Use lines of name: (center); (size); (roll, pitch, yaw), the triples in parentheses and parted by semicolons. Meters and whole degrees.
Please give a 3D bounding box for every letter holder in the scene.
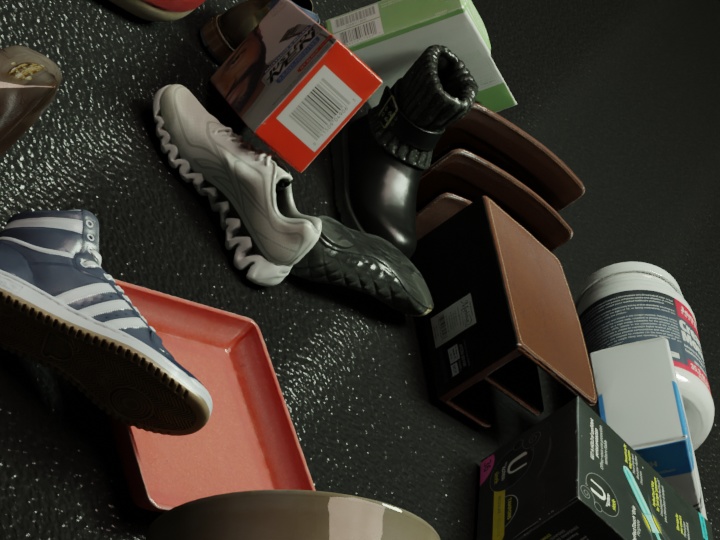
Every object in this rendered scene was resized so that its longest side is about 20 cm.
letter holder: (0.142, 0.054, 1.853); (0.142, 0.100, 0.200); (35, 32, -37)
letter holder: (0.140, -0.065, 1.960); (0.200, 0.142, 0.101); (33, 33, -37)

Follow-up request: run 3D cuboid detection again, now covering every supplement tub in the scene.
supplement tub: (0.298, 0.100, 2.026); (0.140, 0.140, 0.200); (39, 30, -28)

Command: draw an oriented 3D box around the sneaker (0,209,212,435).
sneaker: (-0.181, 0.030, 1.330); (0.200, 0.070, 0.109); (30, 41, -6)

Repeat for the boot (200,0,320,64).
boot: (-0.061, -0.232, 1.880); (0.200, 0.097, 0.075); (7, 51, -56)

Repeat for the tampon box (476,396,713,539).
tampon box: (0.216, 0.249, 1.721); (0.200, 0.126, 0.150); (43, 27, -20)

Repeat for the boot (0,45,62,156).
boot: (-0.287, -0.065, 1.179); (0.064, 0.200, 0.186); (53, 26, 0)

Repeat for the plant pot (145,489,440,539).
plant pot: (-0.045, 0.259, 1.233); (0.200, 0.200, 0.174); (28, 52, -42)

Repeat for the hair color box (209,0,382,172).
hair color box: (-0.063, -0.172, 1.709); (0.064, 0.111, 0.200); (41, 3, -23)

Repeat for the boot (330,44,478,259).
boot: (0.051, -0.112, 1.850); (0.079, 0.158, 0.211); (29, 36, -40)

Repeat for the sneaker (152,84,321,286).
sneaker: (-0.107, -0.087, 1.650); (0.200, 0.081, 0.075); (55, 28, 6)

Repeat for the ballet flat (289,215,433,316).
ballet flat: (0.000, 0.000, 1.753); (0.200, 0.057, 0.067); (27, 32, -46)

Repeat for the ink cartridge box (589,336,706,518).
ink cartridge box: (0.292, 0.192, 1.876); (0.147, 0.086, 0.200); (-91, 167, -51)

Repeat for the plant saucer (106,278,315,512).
plant saucer: (-0.126, 0.110, 1.424); (0.200, 0.037, 0.200); (18, 43, -49)

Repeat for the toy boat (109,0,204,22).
toy boat: (-0.199, -0.321, 1.719); (0.200, 0.131, 0.131); (25, 38, -44)

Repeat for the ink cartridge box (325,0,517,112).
ink cartridge box: (0.066, -0.214, 1.949); (0.200, 0.145, 0.048); (49, 26, -59)
